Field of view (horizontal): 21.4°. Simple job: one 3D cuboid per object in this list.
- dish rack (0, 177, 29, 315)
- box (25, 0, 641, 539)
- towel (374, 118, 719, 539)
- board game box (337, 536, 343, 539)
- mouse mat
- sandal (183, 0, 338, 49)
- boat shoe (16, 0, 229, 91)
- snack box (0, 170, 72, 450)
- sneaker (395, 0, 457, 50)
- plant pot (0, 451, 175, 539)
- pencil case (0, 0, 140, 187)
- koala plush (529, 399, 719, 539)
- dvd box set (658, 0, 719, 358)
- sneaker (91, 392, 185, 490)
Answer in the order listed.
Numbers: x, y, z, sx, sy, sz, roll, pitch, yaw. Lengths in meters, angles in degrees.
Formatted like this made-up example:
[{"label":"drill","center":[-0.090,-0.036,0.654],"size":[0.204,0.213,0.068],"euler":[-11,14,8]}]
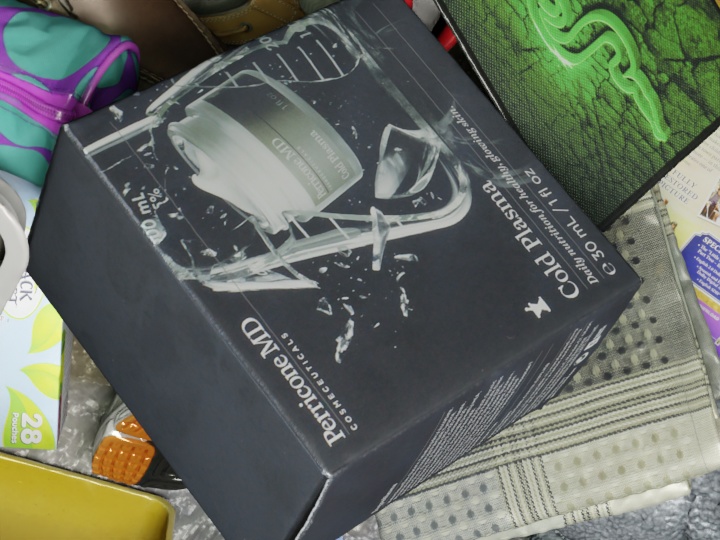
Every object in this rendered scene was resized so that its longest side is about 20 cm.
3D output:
[{"label":"dish rack","center":[-0.251,-0.013,0.925],"size":[0.171,0.044,0.200],"euler":[30,132,-6]},{"label":"box","center":[-0.016,0.001,0.887],"size":[0.196,0.124,0.200],"euler":[-30,72,-31]},{"label":"towel","center":[0.082,0.039,0.988],"size":[0.199,0.034,0.194],"euler":[-19,75,23]},{"label":"board game box","center":[-0.030,0.156,1.026],"size":[0.034,0.136,0.201],"euler":[1,118,-4]},{"label":"mouse mat","center":[0.108,-0.135,0.939],"size":[0.161,0.008,0.201],"euler":[-40,104,-31]},{"label":"sandal","center":[-0.071,-0.159,1.007],"size":[0.200,0.055,0.082],"euler":[37,98,-14]},{"label":"boat shoe","center":[-0.149,-0.149,0.959],"size":[0.202,0.075,0.075],"euler":[33,60,3]},{"label":"snack box","center":[-0.236,-0.012,1.020],"size":[0.168,0.068,0.201],"euler":[5,104,-5]},{"label":"sneaker","center":[0.050,-0.195,0.966],"size":[0.078,0.115,0.201],"euler":[7,91,-15]},{"label":"plant pot","center":[-0.224,0.221,1.027],"size":[0.199,0.200,0.177],"euler":[17,114,-10]},{"label":"pencil case","center":[-0.206,-0.104,0.919],"size":[0.199,0.092,0.086],"euler":[21,94,6]},{"label":"koala plush","center":[0.181,0.110,1.055],"size":[0.199,0.184,0.179],"euler":[2,104,6]},{"label":"dvd box set","center":[0.180,-0.035,1.017],"size":[0.146,0.029,0.200],"euler":[37,81,24]},{"label":"sneaker","center":[-0.090,0.041,1.041],"size":[0.075,0.092,0.200],"euler":[16,134,-23]}]
